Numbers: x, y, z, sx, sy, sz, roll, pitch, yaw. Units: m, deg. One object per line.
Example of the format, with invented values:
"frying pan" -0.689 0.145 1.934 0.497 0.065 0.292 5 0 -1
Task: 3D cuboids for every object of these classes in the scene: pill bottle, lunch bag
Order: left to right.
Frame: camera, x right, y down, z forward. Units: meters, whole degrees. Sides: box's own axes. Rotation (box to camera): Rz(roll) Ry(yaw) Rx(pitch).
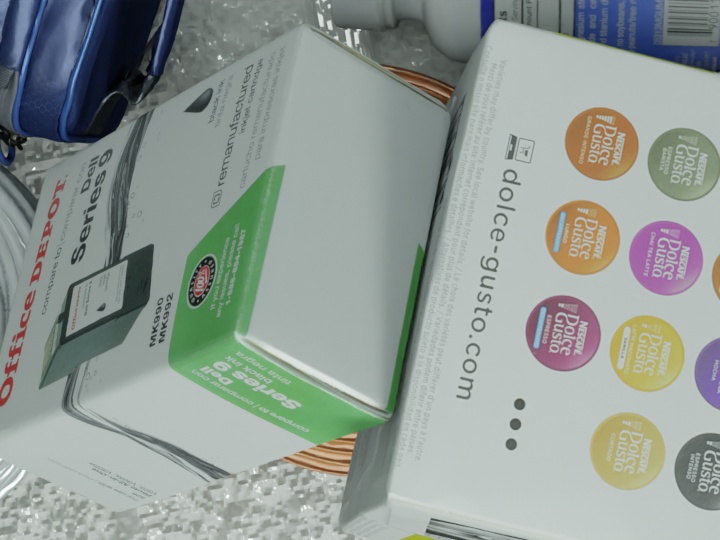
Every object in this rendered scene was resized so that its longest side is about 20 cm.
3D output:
"lunch bag" -0.144 -0.147 1.106 0.132 0.136 0.201 17 95 5
"pill bottle" 0.088 -0.148 1.094 0.199 0.112 0.113 3 96 7

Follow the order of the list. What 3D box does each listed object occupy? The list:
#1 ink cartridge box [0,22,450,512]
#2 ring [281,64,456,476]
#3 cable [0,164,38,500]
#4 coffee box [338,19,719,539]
"ink cartridge box" -0.065 0.006 1.008 0.084 0.200 0.147 28 58 -30
"ring" 0.000 0.000 1.167 0.199 0.019 0.202 1 97 7
"cable" -0.229 0.029 1.111 0.200 0.069 0.200 39 85 6
"coffee box" 0.114 0.033 1.029 0.197 0.200 0.201 14 78 -3
